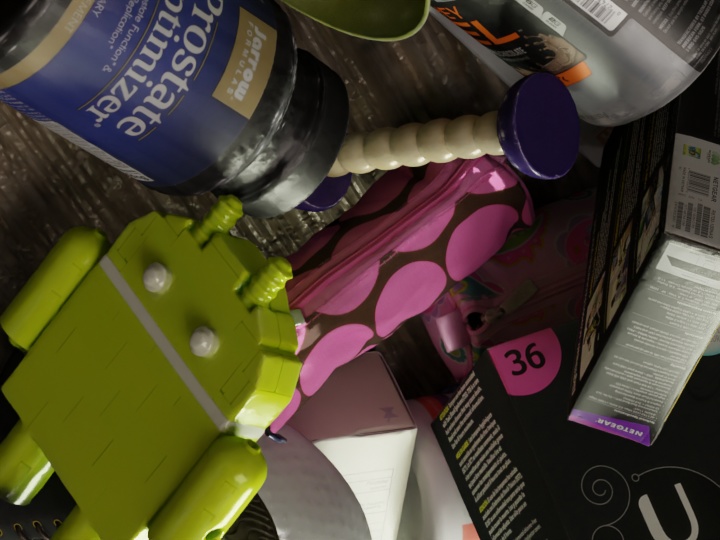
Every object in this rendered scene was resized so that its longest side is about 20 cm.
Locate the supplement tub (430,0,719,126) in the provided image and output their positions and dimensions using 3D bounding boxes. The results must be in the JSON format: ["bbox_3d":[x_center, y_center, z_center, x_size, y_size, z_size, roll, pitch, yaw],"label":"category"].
[{"bbox_3d":[0.080,-0.168,1.232,0.199,0.123,0.123,35,109,-25],"label":"supplement tub"}]

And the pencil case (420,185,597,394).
[{"bbox_3d":[0.127,-0.002,1.438,0.199,0.088,0.088,-19,133,-10],"label":"pencil case"}]

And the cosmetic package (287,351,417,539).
[{"bbox_3d":[-0.037,0.149,1.496,0.104,0.071,0.201,-4,129,-20],"label":"cosmetic package"}]

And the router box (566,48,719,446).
[{"bbox_3d":[0.158,-0.036,1.300,0.051,0.201,0.150,17,138,-5],"label":"router box"}]

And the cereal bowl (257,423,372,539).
[{"bbox_3d":[-0.097,0.165,1.407,0.198,0.083,0.201,10,125,14],"label":"cereal bowl"}]

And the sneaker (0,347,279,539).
[{"bbox_3d":[-0.127,0.125,1.319,0.075,0.200,0.107,17,110,-54],"label":"sneaker"}]

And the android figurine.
[{"bbox_3d":[-0.105,0.055,1.247,0.200,0.182,0.041,-50,146,19],"label":"android figurine"}]

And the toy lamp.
[{"bbox_3d":[0.016,-0.063,1.284,0.199,0.059,0.058,-8,150,42],"label":"toy lamp"}]

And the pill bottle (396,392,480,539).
[{"bbox_3d":[0.117,0.115,1.512,0.198,0.112,0.112,-10,131,-17],"label":"pill bottle"}]

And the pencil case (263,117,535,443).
[{"bbox_3d":[0.000,0.000,1.348,0.200,0.091,0.094,-40,157,-13],"label":"pencil case"}]

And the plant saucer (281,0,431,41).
[{"bbox_3d":[-0.039,-0.184,1.152,0.031,0.199,0.200,-49,136,-18],"label":"plant saucer"}]

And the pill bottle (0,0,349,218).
[{"bbox_3d":[-0.102,-0.104,1.228,0.199,0.112,0.112,30,111,-39],"label":"pill bottle"}]

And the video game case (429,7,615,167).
[{"bbox_3d":[0.149,-0.167,1.354,0.200,0.022,0.182,-42,132,12],"label":"video game case"}]

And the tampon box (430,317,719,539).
[{"bbox_3d":[0.153,0.129,1.383,0.149,0.201,0.126,-18,163,-20],"label":"tampon box"}]
